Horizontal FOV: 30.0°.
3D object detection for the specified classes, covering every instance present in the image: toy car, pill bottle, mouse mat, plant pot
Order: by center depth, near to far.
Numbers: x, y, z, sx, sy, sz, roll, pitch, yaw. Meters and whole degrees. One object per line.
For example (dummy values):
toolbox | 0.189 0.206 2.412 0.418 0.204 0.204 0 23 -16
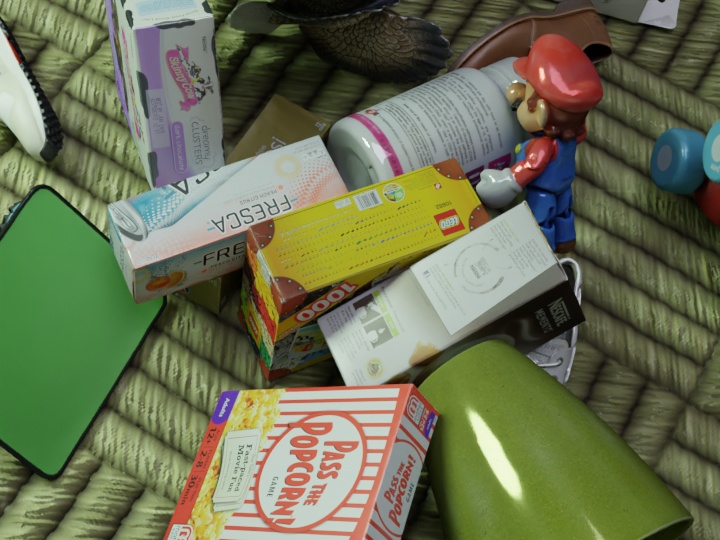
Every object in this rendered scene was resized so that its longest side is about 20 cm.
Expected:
plant pot | 0.130 0.163 1.065 0.185 0.188 0.201 -23 66 -21
mouse mat | -0.260 0.049 1.114 0.161 0.007 0.201 45 57 -27
toy car | 0.380 -0.026 1.259 0.182 0.177 0.203 8 87 -20
pill bottle | 0.078 -0.122 1.264 0.198 0.114 0.114 -26 67 -21

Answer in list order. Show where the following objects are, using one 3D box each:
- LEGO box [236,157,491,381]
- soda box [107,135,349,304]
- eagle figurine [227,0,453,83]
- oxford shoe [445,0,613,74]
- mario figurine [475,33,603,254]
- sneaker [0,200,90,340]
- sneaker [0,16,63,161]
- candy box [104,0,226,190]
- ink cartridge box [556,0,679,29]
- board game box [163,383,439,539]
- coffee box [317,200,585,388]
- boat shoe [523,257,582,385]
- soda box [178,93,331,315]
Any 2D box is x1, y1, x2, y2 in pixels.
LEGO box | 0.000 0.000 1.160 0.198 0.149 0.078 -20 65 -18
soda box | -0.111 -0.044 1.138 0.198 0.064 0.069 -20 65 -19
eagle figurine | -0.023 -0.259 1.303 0.151 0.152 0.200 -23 59 -32
oxford shoe | 0.175 -0.216 1.360 0.198 0.072 0.072 -23 70 -22
mario figurine | 0.158 -0.115 1.216 0.104 0.203 0.124 4 23 1
sneaker | -0.279 0.031 1.139 0.094 0.080 0.202 14 59 -3
sneaker | -0.352 -0.169 1.257 0.093 0.070 0.201 -30 70 -4
candy box | -0.176 -0.188 1.190 0.071 0.169 0.201 -11 38 -14
ink cartridge box | 0.259 -0.343 1.446 0.197 0.068 0.118 15 59 0
board game box | -0.049 0.167 1.049 0.198 0.046 0.153 -6 51 36
coffee box | 0.079 0.041 1.127 0.198 0.114 0.080 -30 65 6
boat shoe | 0.154 0.075 1.188 0.070 0.070 0.202 18 60 0
soda box | -0.103 -0.063 1.226 0.063 0.068 0.201 28 60 8
